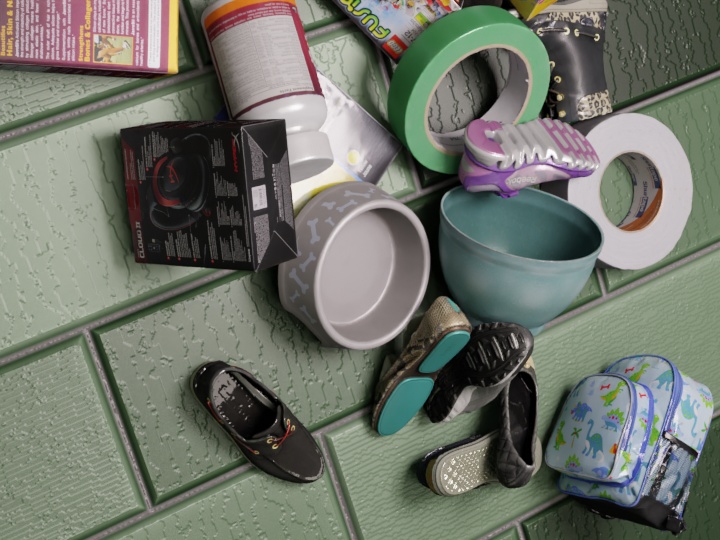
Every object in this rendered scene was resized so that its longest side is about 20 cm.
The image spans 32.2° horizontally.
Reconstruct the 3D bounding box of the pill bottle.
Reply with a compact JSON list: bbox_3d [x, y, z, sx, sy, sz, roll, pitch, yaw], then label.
[{"bbox_3d":[-0.099,-0.200,1.366,0.108,0.109,0.202,-14,81,-23],"label":"pill bottle"}]

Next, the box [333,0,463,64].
[{"bbox_3d":[0.013,-0.344,1.435,0.200,0.110,0.035,42,33,-18],"label":"box"}]

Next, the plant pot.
[{"bbox_3d":[0.180,-0.003,1.506,0.198,0.201,0.136,-3,122,-24],"label":"plant pot"}]

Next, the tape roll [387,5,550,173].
[{"bbox_3d":[0.129,-0.211,1.476,0.199,0.048,0.202,-19,134,-20],"label":"tape roll"}]

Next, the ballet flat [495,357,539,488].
[{"bbox_3d":[0.202,0.177,1.544,0.066,0.057,0.202,25,49,-22],"label":"ballet flat"}]

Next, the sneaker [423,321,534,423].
[{"bbox_3d":[0.149,0.117,1.497,0.079,0.200,0.075,-6,65,-33],"label":"sneaker"}]

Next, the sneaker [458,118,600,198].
[{"bbox_3d":[0.197,-0.129,1.508,0.198,0.081,0.089,-1,135,-29],"label":"sneaker"}]

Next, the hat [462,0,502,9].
[{"bbox_3d":[0.081,-0.370,1.476,0.198,0.081,0.202,5,125,7],"label":"hat"}]

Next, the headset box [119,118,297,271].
[{"bbox_3d":[-0.170,-0.083,1.326,0.075,0.198,0.151,-19,108,-52],"label":"headset box"}]

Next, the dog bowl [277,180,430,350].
[{"bbox_3d":[0.000,0.000,1.447,0.199,0.058,0.203,-14,112,-37],"label":"dog bowl"}]

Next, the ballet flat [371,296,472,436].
[{"bbox_3d":[0.065,0.109,1.496,0.067,0.076,0.201,6,131,-35],"label":"ballet flat"}]

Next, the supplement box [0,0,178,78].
[{"bbox_3d":[-0.296,-0.264,1.311,0.198,0.085,0.112,0,94,-25],"label":"supplement box"}]

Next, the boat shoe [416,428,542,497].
[{"bbox_3d":[0.151,0.238,1.564,0.198,0.062,0.076,-8,92,-39],"label":"boat shoe"}]

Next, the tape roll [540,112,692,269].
[{"bbox_3d":[0.334,-0.102,1.624,0.198,0.066,0.203,-1,93,-24],"label":"tape roll"}]

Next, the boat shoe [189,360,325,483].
[{"bbox_3d":[-0.111,0.182,1.439,0.201,0.063,0.074,46,73,-22],"label":"boat shoe"}]

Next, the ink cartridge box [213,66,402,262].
[{"bbox_3d":[-0.077,-0.129,1.445,0.199,0.047,0.199,38,78,-24],"label":"ink cartridge box"}]

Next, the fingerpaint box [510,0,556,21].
[{"bbox_3d":[0.208,-0.431,1.504,0.166,0.073,0.201,-36,82,-19],"label":"fingerpaint box"}]

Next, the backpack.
[{"bbox_3d":[0.344,0.206,1.584,0.146,0.182,0.202,33,75,-24],"label":"backpack"}]

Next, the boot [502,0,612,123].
[{"bbox_3d":[0.230,-0.258,1.563,0.201,0.073,0.156,-13,102,-22],"label":"boot"}]
